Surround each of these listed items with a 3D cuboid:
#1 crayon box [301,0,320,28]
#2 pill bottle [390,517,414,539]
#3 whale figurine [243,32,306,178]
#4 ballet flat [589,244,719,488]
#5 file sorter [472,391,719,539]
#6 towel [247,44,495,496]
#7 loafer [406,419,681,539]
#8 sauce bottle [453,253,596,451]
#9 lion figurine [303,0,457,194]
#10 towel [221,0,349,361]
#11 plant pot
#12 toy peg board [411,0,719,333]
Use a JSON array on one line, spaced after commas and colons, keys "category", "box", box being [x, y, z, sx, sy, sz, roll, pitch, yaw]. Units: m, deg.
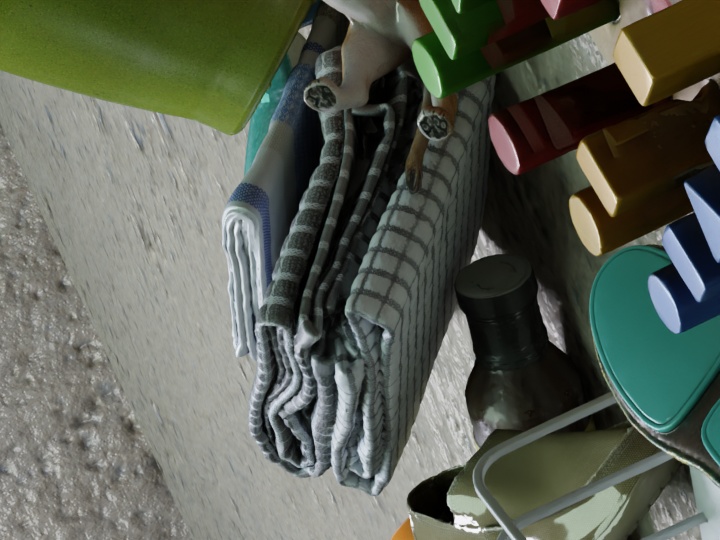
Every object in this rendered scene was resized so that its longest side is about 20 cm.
[{"category": "crayon box", "box": [-0.069, -0.215, 1.490, 0.200, 0.051, 0.127, 37, 149, 66]}, {"category": "pill bottle", "box": [0.088, 0.220, 1.529, 0.200, 0.106, 0.106, 55, 163, 40]}, {"category": "whale figurine", "box": [-0.034, -0.041, 1.546, 0.200, 0.104, 0.159, 66, 168, -2]}, {"category": "ballet flat", "box": [0.156, 0.058, 1.070, 0.200, 0.071, 0.071, -129, 19, -54]}, {"category": "file sorter", "box": [0.141, 0.162, 1.164, 0.139, 0.124, 0.200, 51, 161, 50]}, {"category": "towel", "box": [0.000, 0.000, 1.322, 0.085, 0.166, 0.200, 17, 155, 9]}, {"category": "loafer", "box": [0.082, 0.111, 1.290, 0.067, 0.076, 0.200, 46, 141, -6]}, {"category": "sauce bottle", "box": [0.091, 0.084, 1.368, 0.065, 0.065, 0.200, 46, 155, 56]}, {"category": "lion figurine", "box": [-0.006, -0.144, 1.227, 0.123, 0.072, 0.200, -71, -39, -55]}, {"category": "towel", "box": [-0.029, -0.069, 1.362, 0.024, 0.200, 0.147, 15, 150, 9]}, {"category": "plant pot", "box": [-0.115, -0.167, 1.329, 0.193, 0.201, 0.200, 27, 168, -6]}, {"category": "toy peg board", "box": [0.100, -0.068, 0.963, 0.199, 0.098, 0.200, 61, 167, 19]}]
